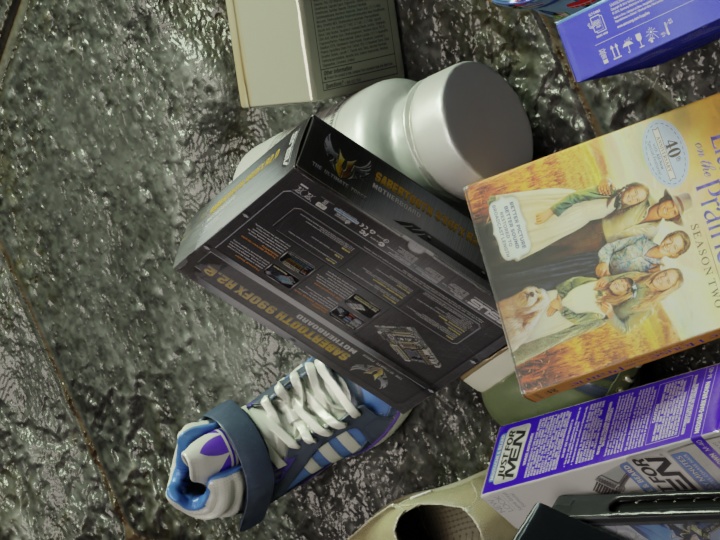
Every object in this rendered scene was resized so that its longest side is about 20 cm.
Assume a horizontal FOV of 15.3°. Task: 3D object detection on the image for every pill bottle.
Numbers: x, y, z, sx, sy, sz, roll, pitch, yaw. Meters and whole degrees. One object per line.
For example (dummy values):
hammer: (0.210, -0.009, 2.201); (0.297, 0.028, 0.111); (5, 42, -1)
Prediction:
pill bottle: (0.016, -0.066, 1.822); (0.200, 0.114, 0.115); (-24, 85, 41)

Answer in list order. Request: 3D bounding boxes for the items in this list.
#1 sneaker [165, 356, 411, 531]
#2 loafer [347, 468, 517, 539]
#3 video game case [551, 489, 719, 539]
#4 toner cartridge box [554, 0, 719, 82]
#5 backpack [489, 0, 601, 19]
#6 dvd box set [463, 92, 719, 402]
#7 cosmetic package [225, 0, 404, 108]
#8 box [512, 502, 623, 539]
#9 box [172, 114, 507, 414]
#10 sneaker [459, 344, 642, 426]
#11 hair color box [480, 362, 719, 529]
sneaker: (-0.056, 0.113, 1.907); (0.200, 0.146, 0.081); (-42, 75, 39)
loafer: (0.043, 0.192, 1.897); (0.200, 0.068, 0.076); (-34, 79, 40)
video game case: (0.238, 0.216, 1.703); (0.180, 0.026, 0.200); (-6, 129, 41)
toner cartridge box: (0.224, -0.172, 1.635); (0.200, 0.095, 0.043); (-23, 87, 40)
backpack: (0.106, -0.256, 1.688); (0.183, 0.134, 0.200); (43, 128, 24)
dvd box set: (0.177, -0.017, 1.687); (0.199, 0.029, 0.147); (-19, 75, 17)
cosmetic package: (-0.039, -0.218, 1.837); (0.073, 0.103, 0.201); (-3, 99, 41)
box: (0.165, 0.282, 1.707); (0.199, 0.124, 0.197); (24, 141, 14)
box: (0.000, 0.000, 1.776); (0.200, 0.048, 0.158); (33, 140, -17)
sneaker: (0.163, 0.058, 1.772); (0.200, 0.067, 0.090); (-32, 94, 36)
hair color box: (0.189, 0.132, 1.729); (0.200, 0.065, 0.109); (-19, 130, 42)
